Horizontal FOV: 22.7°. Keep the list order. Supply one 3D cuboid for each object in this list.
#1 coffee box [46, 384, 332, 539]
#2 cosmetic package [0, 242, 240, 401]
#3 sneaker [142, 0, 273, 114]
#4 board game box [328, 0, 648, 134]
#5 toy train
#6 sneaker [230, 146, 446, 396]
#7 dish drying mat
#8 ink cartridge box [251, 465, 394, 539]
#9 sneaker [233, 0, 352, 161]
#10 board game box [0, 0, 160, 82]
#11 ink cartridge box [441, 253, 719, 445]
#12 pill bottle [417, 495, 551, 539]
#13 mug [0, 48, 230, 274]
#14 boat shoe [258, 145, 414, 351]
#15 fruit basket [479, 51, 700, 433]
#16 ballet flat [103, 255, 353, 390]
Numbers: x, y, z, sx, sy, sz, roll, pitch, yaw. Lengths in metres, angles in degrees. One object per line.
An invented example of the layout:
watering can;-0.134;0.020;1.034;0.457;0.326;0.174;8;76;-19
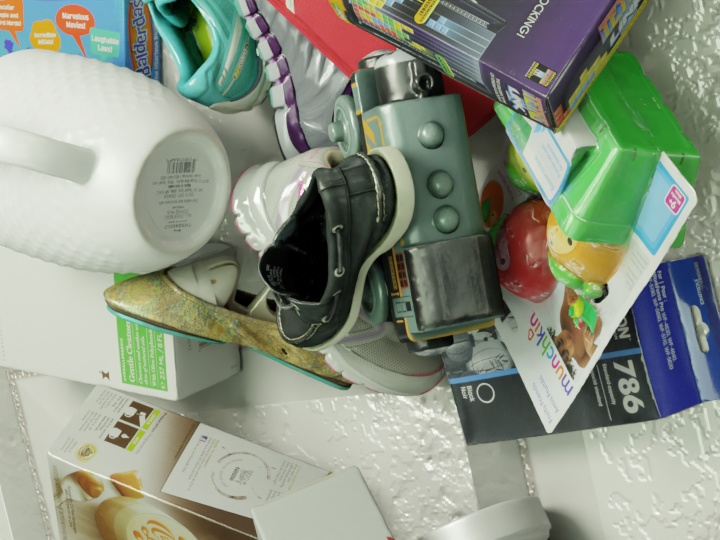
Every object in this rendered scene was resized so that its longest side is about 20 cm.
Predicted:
coffee box;-0.127;0.180;1.345;0.199;0.080;0.115;18;137;17
cosmetic package;-0.196;0.028;1.398;0.199;0.085;0.108;6;107;33
sneaker;-0.116;-0.209;1.273;0.077;0.079;0.201;-26;73;39
board game box;0.099;-0.205;1.067;0.165;0.057;0.200;30;79;23
toy train;0.038;-0.045;1.138;0.114;0.085;0.201;170;91;-73
sneaker;0.000;0.000;1.228;0.088;0.081;0.200;-28;106;40
dish drying mat;0.006;-0.160;1.186;0.200;0.018;0.077;43;121;-14
ink cartridge box;-0.002;0.258;1.236;0.201;0.083;0.145;79;166;-47
sneaker;-0.027;-0.167;1.243;0.087;0.074;0.201;-9;108;27
board game box;-0.224;-0.185;1.385;0.151;0.045;0.201;10;108;33
ink cartridge box;0.145;0.055;1.189;0.199;0.039;0.100;-14;93;37
pill bottle;0.112;0.263;1.206;0.116;0.116;0.201;-33;70;37
mug;-0.197;-0.074;1.230;0.175;0.200;0.148;16;92;41
boat shoe;-0.030;-0.007;1.125;0.199;0.066;0.075;-51;54;56
fruit basket;0.120;-0.033;1.120;0.200;0.093;0.186;-58;38;33
ballet flat;-0.081;0.026;1.279;0.199;0.071;0.071;19;120;-13
